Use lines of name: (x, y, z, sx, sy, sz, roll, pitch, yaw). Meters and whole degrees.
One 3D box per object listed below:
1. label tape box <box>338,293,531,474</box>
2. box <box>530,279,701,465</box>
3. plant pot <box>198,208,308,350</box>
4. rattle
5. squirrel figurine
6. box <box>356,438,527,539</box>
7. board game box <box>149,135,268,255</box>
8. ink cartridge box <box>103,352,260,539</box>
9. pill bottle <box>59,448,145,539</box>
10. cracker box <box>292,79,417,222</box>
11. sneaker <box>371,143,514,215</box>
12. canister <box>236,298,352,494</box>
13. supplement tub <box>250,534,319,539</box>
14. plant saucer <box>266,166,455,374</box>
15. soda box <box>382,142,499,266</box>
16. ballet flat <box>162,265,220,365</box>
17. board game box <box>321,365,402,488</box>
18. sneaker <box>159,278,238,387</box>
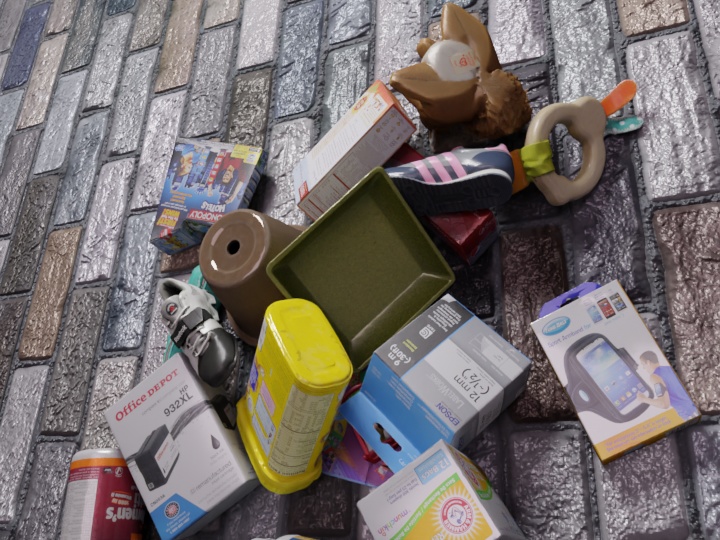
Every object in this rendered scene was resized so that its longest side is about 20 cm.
label tape box: (0.087, 0.139, 0.758, 0.198, 0.067, 0.143, -34, 55, -24)
box: (0.287, 0.106, 0.741, 0.117, 0.041, 0.203, -28, 62, 10)
plant pot: (-0.137, 0.005, 0.896, 0.196, 0.175, 0.205, -9, 65, 20)
rattle: (0.279, -0.174, 0.874, 0.130, 0.143, 0.201, 41, 70, 0)
squirrel figurine: (0.142, -0.236, 0.891, 0.197, 0.187, 0.143, 30, 79, 5)
box: (0.093, 0.267, 0.661, 0.112, 0.200, 0.102, -37, 58, 4)
board game box: (-0.266, -0.117, 1.074, 0.196, 0.062, 0.204, 13, 75, 28)
ink cartridge box: (-0.240, 0.239, 0.868, 0.144, 0.084, 0.202, -37, 71, 6)
pill bottle: (-0.358, 0.360, 0.875, 0.107, 0.110, 0.205, -12, 64, 18)
cracker box: (-0.015, -0.176, 0.935, 0.200, 0.057, 0.135, -43, 28, 16)
sneaker: (0.106, -0.125, 0.834, 0.195, 0.071, 0.083, 1, 50, 20)
canister: (-0.086, 0.156, 0.787, 0.149, 0.085, 0.203, 55, 139, 38)
supplement tub: (-0.045, 0.383, 0.704, 0.195, 0.145, 0.148, 1, 68, 23)
plant saucer: (0.000, 0.000, 0.841, 0.199, 0.201, 0.048, -42, 24, -8)
soda box: (0.105, -0.101, 0.895, 0.063, 0.070, 0.200, -44, 58, -1)
ballet flat: (-0.263, 0.078, 0.993, 0.070, 0.067, 0.204, 0, 66, 50)
board game box: (0.019, 0.195, 0.819, 0.196, 0.039, 0.161, 6, 71, 26)
sneaker: (-0.231, 0.080, 0.856, 0.074, 0.088, 0.200, -50, 42, 4)
